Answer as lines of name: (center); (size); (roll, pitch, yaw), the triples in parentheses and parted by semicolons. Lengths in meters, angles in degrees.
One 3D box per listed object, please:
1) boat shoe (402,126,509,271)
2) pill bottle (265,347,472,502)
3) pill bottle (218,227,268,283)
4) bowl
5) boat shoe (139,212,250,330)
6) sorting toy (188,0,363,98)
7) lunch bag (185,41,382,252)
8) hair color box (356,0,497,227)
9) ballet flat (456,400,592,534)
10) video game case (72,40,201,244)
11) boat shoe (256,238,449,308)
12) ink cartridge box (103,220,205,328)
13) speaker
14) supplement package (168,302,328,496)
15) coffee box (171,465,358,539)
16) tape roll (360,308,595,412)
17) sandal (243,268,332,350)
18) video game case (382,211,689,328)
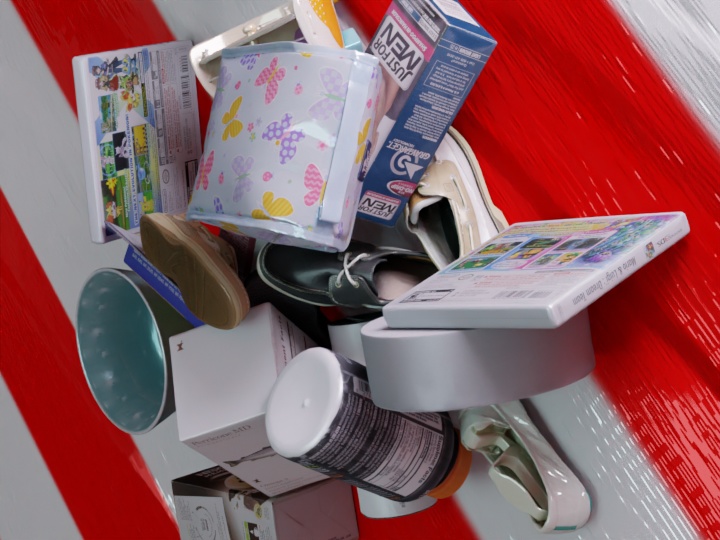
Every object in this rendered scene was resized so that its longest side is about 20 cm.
boat shoe: (0.075, -0.068, 1.414); (0.201, 0.068, 0.075); (57, 137, 22)
pill bottle: (0.015, 0.153, 1.420); (0.106, 0.199, 0.107); (-27, 50, 37)
pill bottle: (-0.087, -0.047, 1.553); (0.115, 0.113, 0.201); (56, 155, 22)
bowl: (-0.247, 0.086, 1.824); (0.200, 0.104, 0.203); (20, 116, 47)
boat shoe: (-0.153, -0.010, 1.507); (0.200, 0.064, 0.072); (43, 137, 46)
sorting toy: (-0.052, -0.179, 1.520); (0.199, 0.106, 0.182); (-13, 104, 52)
lunch bag: (-0.054, -0.105, 1.337); (0.199, 0.126, 0.172); (7, 84, 61)
hair color box: (0.035, -0.152, 1.387); (0.201, 0.060, 0.100); (-61, 37, 22)
ballet flat: (0.135, 0.164, 1.414); (0.200, 0.069, 0.070); (51, 135, 29)
video game case: (-0.242, -0.146, 1.689); (0.022, 0.182, 0.202); (5, 105, 33)
boat shoe: (0.000, 0.000, 1.439); (0.068, 0.198, 0.073); (101, -179, -75)
ink cartridge box: (-0.167, 0.033, 1.643); (0.197, 0.199, 0.047); (38, 102, 38)
speaker: (0.021, 0.142, 1.533); (0.081, 0.081, 0.202); (-6, 96, 51)
supplement package: (-0.093, 0.135, 1.536); (0.116, 0.200, 0.118); (-19, 60, 17)
coffee box: (-0.110, 0.269, 1.706); (0.199, 0.112, 0.081); (0, 101, 50)
tape roll: (0.101, 0.066, 1.317); (0.199, 0.199, 0.067); (-3, 99, 51)
sandal: (-0.068, 0.041, 1.553); (0.075, 0.200, 0.043); (-5, 62, 15)
video game case: (0.144, 0.001, 1.261); (0.199, 0.181, 0.024); (-3, 112, 51)
